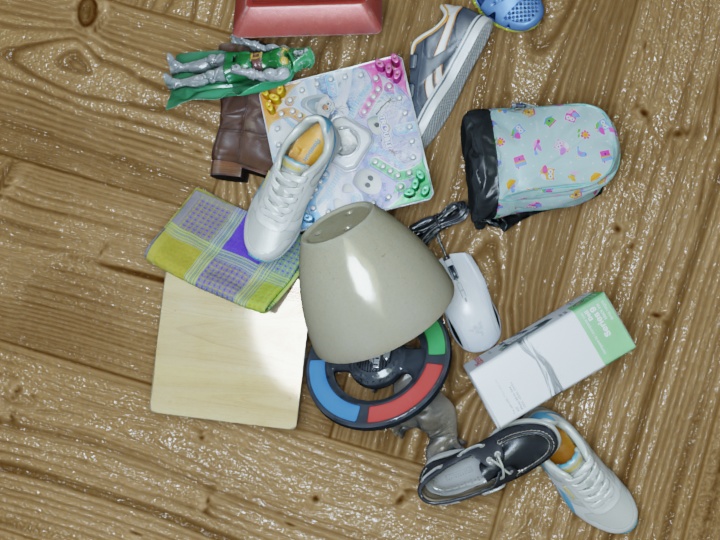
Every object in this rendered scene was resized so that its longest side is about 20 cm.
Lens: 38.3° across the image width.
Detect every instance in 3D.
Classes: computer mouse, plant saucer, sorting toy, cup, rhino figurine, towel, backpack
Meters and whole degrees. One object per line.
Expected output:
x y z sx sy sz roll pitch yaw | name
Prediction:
0.134 0.015 1.405 0.109 0.044 0.201 -25 87 1 | computer mouse
-0.070 -0.402 1.391 0.198 0.037 0.201 -1 60 3 | plant saucer
-0.170 0.101 1.405 0.198 0.070 0.201 7 88 3 | sorting toy
0.000 0.000 1.305 0.199 0.200 0.144 -27 113 2 | cup
0.081 0.192 1.394 0.087 0.060 0.201 -32 88 4 | rhino figurine
-0.174 -0.028 1.381 0.199 0.023 0.144 26 55 17 | towel
0.239 -0.144 1.365 0.198 0.127 0.168 -5 84 0 | backpack

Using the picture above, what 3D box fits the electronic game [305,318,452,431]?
0.022 0.117 1.354 0.198 0.042 0.201 -11 52 14 | electronic game

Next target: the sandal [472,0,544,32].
0.173 -0.406 1.399 0.079 0.087 0.200 -42 88 -1 | sandal

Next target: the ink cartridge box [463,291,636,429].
0.239 0.113 1.344 0.199 0.146 0.084 -31 87 1 | ink cartridge box

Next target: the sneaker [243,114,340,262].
-0.094 -0.107 1.309 0.076 0.081 0.201 25 87 7 | sneaker

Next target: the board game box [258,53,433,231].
-0.021 -0.169 1.363 0.198 0.026 0.202 -13 81 5 | board game box

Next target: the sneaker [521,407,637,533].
0.287 0.269 1.362 0.076 0.081 0.200 -44 87 -1 | sneaker

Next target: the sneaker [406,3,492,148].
0.099 -0.262 1.402 0.079 0.078 0.201 30 95 15 | sneaker

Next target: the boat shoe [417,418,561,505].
0.161 0.248 1.322 0.199 0.060 0.074 -22 100 24 | boat shoe

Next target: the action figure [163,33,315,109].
-0.157 -0.270 1.368 0.198 0.055 0.119 -6 51 5 | action figure

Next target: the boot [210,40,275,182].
-0.112 -0.220 1.422 0.185 0.064 0.202 6 84 1 | boot
